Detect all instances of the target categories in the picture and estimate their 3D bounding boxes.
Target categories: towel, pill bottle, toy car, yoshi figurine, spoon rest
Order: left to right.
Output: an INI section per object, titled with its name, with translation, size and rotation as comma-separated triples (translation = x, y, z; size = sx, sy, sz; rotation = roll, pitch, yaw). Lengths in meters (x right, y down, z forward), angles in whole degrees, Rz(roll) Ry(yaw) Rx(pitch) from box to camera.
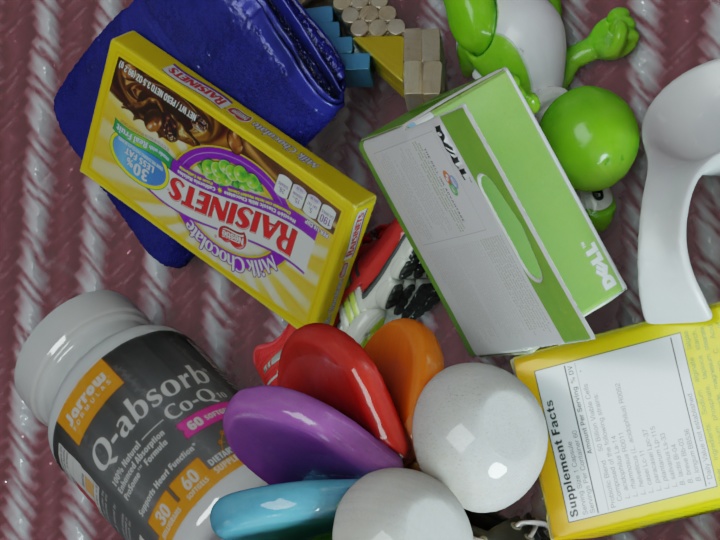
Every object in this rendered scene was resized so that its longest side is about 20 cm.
[pill bottle]
translation = -0.122, 0.107, 1.507
size = 0.200, 0.116, 0.117
rotation = 42, 100, 33
[towel]
translation = -0.100, -0.109, 1.522
size = 0.148, 0.049, 0.200
rotation = 55, 131, 9
[toy car]
translation = -0.008, 0.109, 1.360
size = 0.150, 0.200, 0.175
rotation = 47, 146, -13
[yoshi figurine]
translation = 0.113, -0.122, 1.458
size = 0.112, 0.112, 0.201
rotation = -24, 80, 11
[spoon rest]
translation = 0.198, -0.061, 1.396
size = 0.099, 0.061, 0.201
rotation = -5, 44, 29

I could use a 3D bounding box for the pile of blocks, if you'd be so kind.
[pile of blocks]
translation = -0.017, -0.156, 1.529
size = 0.082, 0.062, 0.200
rotation = -36, 65, -9

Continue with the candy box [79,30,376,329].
[candy box]
translation = -0.084, -0.052, 1.482
size = 0.199, 0.026, 0.103
rotation = 35, 129, 23

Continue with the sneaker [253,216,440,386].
[sneaker]
translation = 0.000, 0.000, 1.506
size = 0.085, 0.077, 0.201
rotation = 40, 99, 25

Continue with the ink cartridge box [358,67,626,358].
[ink cartridge box]
translation = 0.088, -0.034, 1.361
size = 0.075, 0.200, 0.148
rotation = -30, 95, -16

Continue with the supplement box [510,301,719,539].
[supplement box]
translation = 0.203, 0.081, 1.400
size = 0.199, 0.109, 0.110
rotation = -15, 79, 18

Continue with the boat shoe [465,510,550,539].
[boat shoe]
translation = 0.063, 0.156, 1.470
size = 0.199, 0.067, 0.057
rotation = 12, 94, 25
